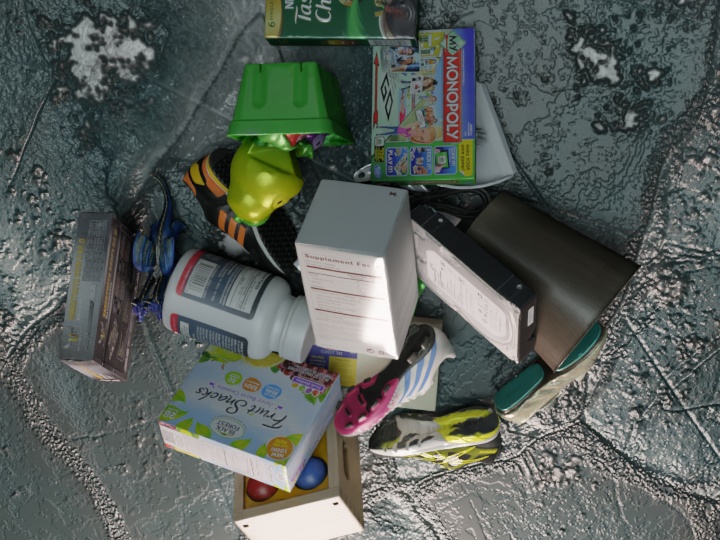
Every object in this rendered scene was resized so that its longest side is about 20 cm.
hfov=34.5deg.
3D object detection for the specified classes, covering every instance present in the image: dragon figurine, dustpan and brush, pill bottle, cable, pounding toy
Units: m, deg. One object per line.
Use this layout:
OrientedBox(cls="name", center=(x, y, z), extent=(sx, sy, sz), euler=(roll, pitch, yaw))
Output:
OrientedBox(cls="dragon figurine", center=(-0.280, -0.028, 1.609), extent=(0.059, 0.099, 0.201), euler=(7, 108, 5))
OrientedBox(cls="dustpan and brush", center=(0.087, -0.154, 1.516), extent=(0.199, 0.057, 0.140), euler=(-21, 84, 12))
OrientedBox(cls="pill bottle", center=(-0.160, 0.055, 1.599), extent=(0.199, 0.120, 0.120), euler=(19, 109, 8))
OrientedBox(cls="cable", center=(0.072, -0.088, 1.553), extent=(0.199, 0.050, 0.098), euler=(-17, 83, -6))
OrientedBox(cls="pounding toy", center=(-0.108, 0.268, 1.640), extent=(0.183, 0.201, 0.142), euler=(-16, 136, 13))

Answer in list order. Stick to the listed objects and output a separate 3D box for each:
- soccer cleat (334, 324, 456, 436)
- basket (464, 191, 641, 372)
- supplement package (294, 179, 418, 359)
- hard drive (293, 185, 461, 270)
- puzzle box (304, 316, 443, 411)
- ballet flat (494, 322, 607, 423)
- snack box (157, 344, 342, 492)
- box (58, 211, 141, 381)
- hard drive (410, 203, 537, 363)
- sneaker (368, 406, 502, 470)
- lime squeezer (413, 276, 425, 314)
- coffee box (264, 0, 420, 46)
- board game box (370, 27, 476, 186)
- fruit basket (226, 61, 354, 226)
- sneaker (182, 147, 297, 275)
OrientedBox(cls="soccer cleat", center=(0.052, 0.162, 1.596), extent=(0.200, 0.070, 0.086), euler=(-47, 131, 9))
OrientedBox(cls="basket", center=(0.231, 0.000, 1.512), extent=(0.200, 0.136, 0.181), euler=(40, 110, 10))
OrientedBox(cls="supplement package", center=(0.000, 0.000, 1.468), extent=(0.117, 0.117, 0.201), euler=(9, 139, 15))
OrientedBox(cls="hard drive", center=(0.023, -0.041, 1.587), extent=(0.132, 0.025, 0.200), euler=(41, 101, -5))
OrientedBox(cls="puzzle box", center=(0.015, 0.124, 1.652), extent=(0.199, 0.025, 0.134), euler=(6, 108, 7))
OrientedBox(cls="ballet flat", center=(0.272, 0.142, 1.611), extent=(0.200, 0.068, 0.062), euler=(-40, 127, 21))
OrientedBox(cls="snack box", center=(-0.149, 0.192, 1.596), extent=(0.199, 0.169, 0.068), euler=(16, 140, 21))
OrientedBox(cls="box", center=(-0.347, 0.039, 1.568), extent=(0.048, 0.158, 0.201), euler=(3, 76, 6))
OrientedBox(cls="hard drive", center=(0.140, 0.016, 1.477), extent=(0.038, 0.140, 0.200), euler=(-38, 62, -17))
OrientedBox(cls="sneaker", center=(0.108, 0.253, 1.654), extent=(0.199, 0.075, 0.085), euler=(-8, 125, 21))
OrientedBox(cls="lime squeezer", center=(0.114, 0.019, 1.591), extent=(0.200, 0.038, 0.071), euler=(-35, 82, 5))
OrientedBox(cls="coffee box", center=(-0.023, -0.350, 1.485), extent=(0.199, 0.044, 0.124), euler=(3, 90, 8))
OrientedBox(cls="board game box", center=(0.082, -0.210, 1.491), extent=(0.134, 0.029, 0.201), euler=(-1, 80, 10))
OrientedBox(cls="fruit basket", center=(-0.095, -0.156, 1.488), extent=(0.155, 0.216, 0.217), euler=(0, 107, 8))
OrientedBox(cls="sneaker", center=(-0.166, -0.073, 1.606), extent=(0.090, 0.070, 0.200), euler=(-20, 112, 41))
